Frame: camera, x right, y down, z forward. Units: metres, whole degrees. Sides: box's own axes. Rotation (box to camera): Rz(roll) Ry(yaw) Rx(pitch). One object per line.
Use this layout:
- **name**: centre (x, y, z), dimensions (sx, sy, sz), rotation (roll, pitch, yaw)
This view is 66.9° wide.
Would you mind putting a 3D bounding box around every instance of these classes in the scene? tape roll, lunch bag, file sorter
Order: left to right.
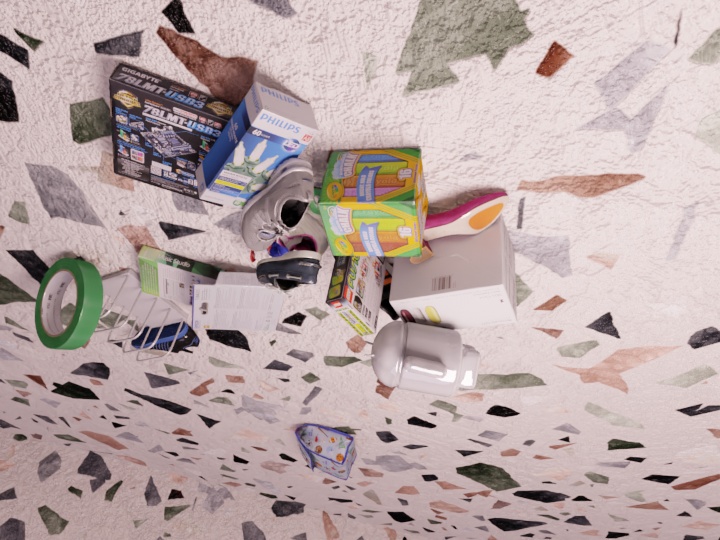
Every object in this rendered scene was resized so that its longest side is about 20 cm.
- **tape roll**: centre (-0.658, 0.075, 1.229), dimensions (0.197, 0.205, 0.048), rotation (-15, 163, 30)
- **file sorter**: centre (-0.549, 0.117, 1.315), dimensions (0.137, 0.126, 0.201), rotation (-12, 137, 28)
- **lunch bag**: centre (-0.124, 0.605, 1.833), dimensions (0.197, 0.125, 0.172), rotation (17, 144, 15)

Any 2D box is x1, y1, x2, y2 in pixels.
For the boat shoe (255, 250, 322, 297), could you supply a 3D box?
- **boat shoe**: centre (-0.134, 0.011, 0.988), dimensions (0.074, 0.063, 0.198), rotation (14, 163, -39)

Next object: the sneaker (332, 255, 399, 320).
- **sneaker**: centre (0.022, 0.023, 1.074), dimensions (0.199, 0.091, 0.069), rotation (37, 136, -30)

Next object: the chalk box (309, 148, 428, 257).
- **chalk box**: centre (0.004, -0.108, 0.886), dimensions (0.196, 0.126, 0.126), rotation (0, 141, 14)

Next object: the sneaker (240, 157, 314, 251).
- **sneaker**: centre (-0.137, -0.086, 0.872), dimensions (0.074, 0.083, 0.200), rotation (4, 144, -34)

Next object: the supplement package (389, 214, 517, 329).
- **supplement package**: centre (0.167, 0.010, 0.967), dimensions (0.197, 0.158, 0.111), rotation (-11, 139, 25)

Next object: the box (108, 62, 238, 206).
- **box**: centre (-0.304, -0.211, 0.895), dimensions (0.196, 0.050, 0.200), rotation (16, 140, -10)

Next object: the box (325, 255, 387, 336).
- **box**: centre (0.000, 0.000, 0.961), dimensions (0.034, 0.203, 0.110), rotation (-16, 135, 31)

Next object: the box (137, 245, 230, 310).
- **box**: centre (-0.397, 0.025, 1.234), dimensions (0.196, 0.037, 0.145), rotation (16, 142, -8)

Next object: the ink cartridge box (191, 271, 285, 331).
- **ink cartridge box**: centre (-0.273, 0.071, 1.217), dimensions (0.196, 0.044, 0.197), rotation (4, 145, -16)

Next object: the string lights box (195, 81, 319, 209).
- **string lights box**: centre (-0.163, -0.182, 0.839), dimensions (0.101, 0.060, 0.200), rotation (9, 142, -41)

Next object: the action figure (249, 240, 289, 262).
- **action figure**: centre (-0.172, -0.031, 1.056), dimensions (0.064, 0.100, 0.202), rotation (-5, 137, 18)

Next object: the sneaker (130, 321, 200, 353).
- **sneaker**: centre (-0.516, 0.188, 1.442), dimensions (0.197, 0.071, 0.078), rotation (-11, 133, 26)

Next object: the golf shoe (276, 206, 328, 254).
- **golf shoe**: centre (-0.137, -0.090, 0.974), dimensions (0.197, 0.093, 0.075), rotation (26, 142, -17)

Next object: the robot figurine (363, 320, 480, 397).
- **robot figurine**: centre (0.103, 0.151, 0.939), dimensions (0.196, 0.115, 0.170), rotation (10, 179, -1)

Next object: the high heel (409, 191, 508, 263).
- **high heel**: centre (0.153, -0.097, 0.940), dimensions (0.199, 0.097, 0.067), rotation (-35, 139, 19)
